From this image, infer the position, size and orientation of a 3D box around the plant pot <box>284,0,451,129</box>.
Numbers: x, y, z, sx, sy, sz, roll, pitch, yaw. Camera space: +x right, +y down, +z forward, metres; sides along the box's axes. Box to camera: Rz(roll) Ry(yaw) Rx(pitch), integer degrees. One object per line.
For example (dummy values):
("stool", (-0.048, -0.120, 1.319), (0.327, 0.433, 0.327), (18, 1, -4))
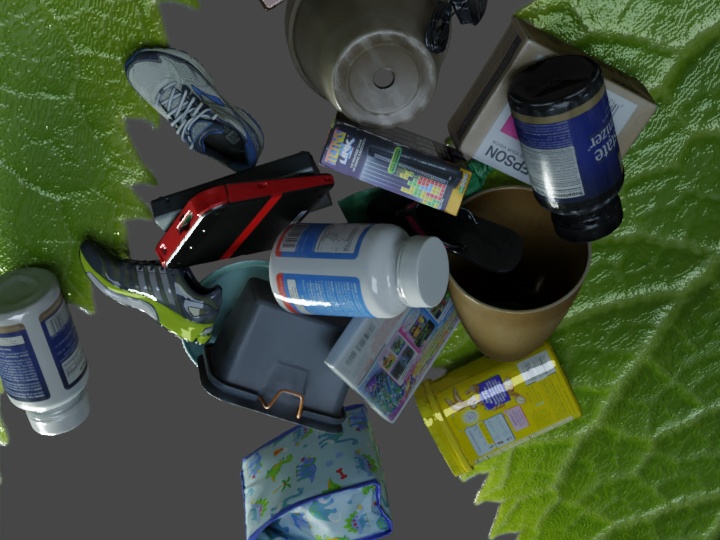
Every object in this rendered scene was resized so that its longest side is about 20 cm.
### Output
("plant pot", (0.017, -0.250, 1.492), (0.197, 0.174, 0.202), (-3, 121, -6))

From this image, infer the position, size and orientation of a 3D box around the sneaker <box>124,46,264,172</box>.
("sneaker", (-0.190, -0.186, 1.557), (0.199, 0.086, 0.077), (35, 112, -24))

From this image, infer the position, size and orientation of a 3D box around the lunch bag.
("lunch bag", (-0.066, 0.298, 1.826), (0.198, 0.171, 0.129), (-14, 122, 1))

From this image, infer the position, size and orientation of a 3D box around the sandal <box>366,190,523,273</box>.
("sandal", (0.101, -0.056, 1.596), (0.198, 0.045, 0.076), (19, 77, 13))

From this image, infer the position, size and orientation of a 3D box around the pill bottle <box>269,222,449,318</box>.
("pill bottle", (0.000, 0.000, 1.580), (0.198, 0.113, 0.113), (3, 129, 31))

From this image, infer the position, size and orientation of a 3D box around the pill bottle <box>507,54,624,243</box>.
("pill bottle", (0.245, -0.137, 1.539), (0.111, 0.112, 0.201), (-18, 123, 5))

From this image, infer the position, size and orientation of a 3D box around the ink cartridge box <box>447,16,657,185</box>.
("ink cartridge box", (0.232, -0.188, 1.617), (0.198, 0.075, 0.166), (22, 116, -20))

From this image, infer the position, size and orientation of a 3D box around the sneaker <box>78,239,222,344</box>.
("sneaker", (-0.260, 0.010, 1.669), (0.199, 0.074, 0.081), (30, 104, -7))

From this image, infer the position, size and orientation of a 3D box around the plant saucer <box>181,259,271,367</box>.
("plant saucer", (-0.139, 0.064, 1.749), (0.197, 0.036, 0.202), (-3, 122, -6))

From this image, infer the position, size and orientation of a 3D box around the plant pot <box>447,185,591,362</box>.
("plant pot", (0.190, 0.027, 1.692), (0.184, 0.188, 0.201), (-6, 146, -3))

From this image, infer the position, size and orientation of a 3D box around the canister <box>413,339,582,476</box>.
("canister", (0.192, 0.182, 1.837), (0.198, 0.087, 0.149), (-25, 122, 7))

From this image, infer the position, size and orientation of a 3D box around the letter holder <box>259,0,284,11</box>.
("letter holder", (-0.098, -0.411, 1.420), (0.141, 0.101, 0.201), (-30, 121, 9))

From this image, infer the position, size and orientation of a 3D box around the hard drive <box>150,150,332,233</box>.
("hard drive", (-0.141, -0.083, 1.614), (0.198, 0.033, 0.140), (-18, 163, 4))

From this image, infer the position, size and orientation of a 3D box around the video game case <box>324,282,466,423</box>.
("video game case", (0.053, 0.075, 1.695), (0.201, 0.024, 0.182), (-56, 142, -11))

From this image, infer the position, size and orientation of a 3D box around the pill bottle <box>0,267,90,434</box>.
("pill bottle", (-0.412, 0.107, 1.696), (0.110, 0.111, 0.202), (-12, 122, 0))

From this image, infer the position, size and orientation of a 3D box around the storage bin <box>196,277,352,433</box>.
("storage bin", (-0.091, 0.105, 1.688), (0.198, 0.146, 0.135), (19, 108, -18))

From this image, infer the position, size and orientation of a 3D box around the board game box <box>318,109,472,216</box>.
("board game box", (0.040, -0.129, 1.531), (0.164, 0.200, 0.057), (19, 101, -2))

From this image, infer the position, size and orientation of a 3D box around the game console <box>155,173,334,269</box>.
("game console", (-0.142, -0.061, 1.587), (0.175, 0.031, 0.200), (-13, 165, -30))

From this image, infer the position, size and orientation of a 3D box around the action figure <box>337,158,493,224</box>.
("action figure", (0.081, -0.088, 1.672), (0.198, 0.055, 0.119), (-27, 120, 2))

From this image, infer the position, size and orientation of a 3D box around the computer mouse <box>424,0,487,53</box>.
("computer mouse", (0.101, -0.289, 1.475), (0.034, 0.200, 0.059), (1, 118, 23))
